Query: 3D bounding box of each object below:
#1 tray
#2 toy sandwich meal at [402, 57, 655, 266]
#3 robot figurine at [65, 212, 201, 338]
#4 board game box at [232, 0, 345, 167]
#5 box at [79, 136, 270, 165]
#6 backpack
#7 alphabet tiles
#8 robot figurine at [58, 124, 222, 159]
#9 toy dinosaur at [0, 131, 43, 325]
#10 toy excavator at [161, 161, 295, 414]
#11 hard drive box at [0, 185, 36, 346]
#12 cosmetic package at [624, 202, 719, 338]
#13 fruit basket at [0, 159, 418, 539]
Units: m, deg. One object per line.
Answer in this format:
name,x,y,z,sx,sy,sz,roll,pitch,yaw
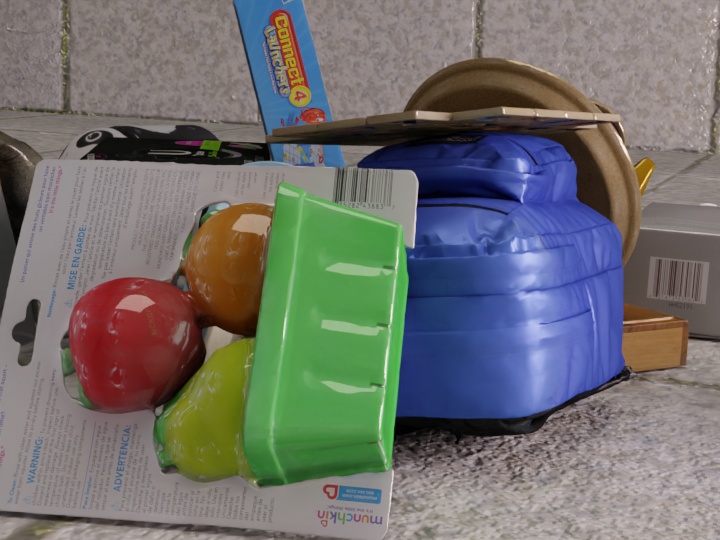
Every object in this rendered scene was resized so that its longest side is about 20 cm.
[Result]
tray,0.134,0.036,1.062,0.098,0.037,0.200,-4,12,-31
toy sandwich meal,0.111,-0.063,1.003,0.204,0.206,0.070,8,34,32
robot figurine,-0.127,-0.003,0.999,0.199,0.113,0.170,-5,52,-35
board game box,-0.049,-0.110,1.217,0.055,0.197,0.200,-14,-11,-1
box,-0.146,-0.037,1.174,0.147,0.125,0.200,2,11,-5
backpack,0.050,0.009,0.821,0.161,0.169,0.200,-6,7,25
alphabet tiles,0.049,-0.084,0.855,0.166,0.006,0.199,-3,1,37
robot figurine,-0.204,-0.083,1.416,0.199,0.151,0.125,-7,37,-45
toy dinosaur,-0.251,-0.060,1.011,0.102,0.201,0.077,17,41,7
toy excavator,-0.068,0.018,0.832,0.099,0.196,0.200,15,-14,2
hard drive box,-0.310,-0.029,0.957,0.077,0.157,0.199,-25,25,-37
cosmetic package,0.273,-0.005,1.191,0.106,0.091,0.200,6,7,20
fruit basket,-0.076,0.034,0.694,0.198,0.187,0.094,0,-26,12
